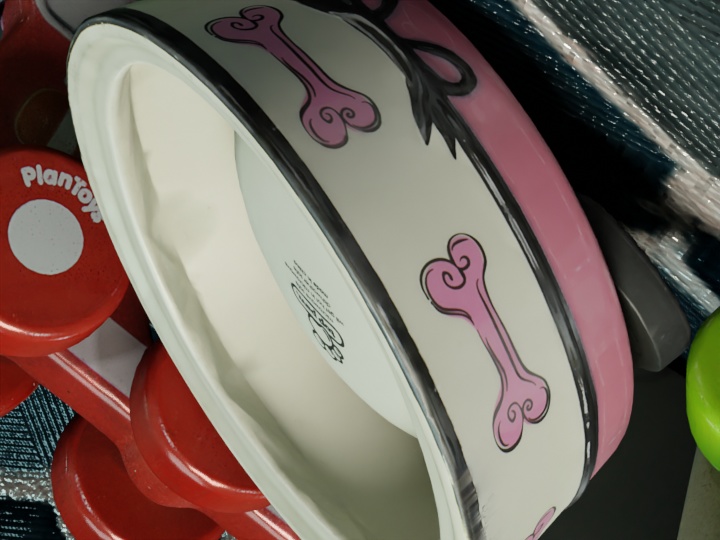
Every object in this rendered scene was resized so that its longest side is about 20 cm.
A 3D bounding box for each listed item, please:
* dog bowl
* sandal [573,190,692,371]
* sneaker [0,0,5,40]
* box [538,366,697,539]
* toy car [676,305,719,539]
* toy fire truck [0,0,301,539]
[{"bbox_3d":[0.000,0.000,0.833,0.200,0.074,0.200,49,159,26],"label":"dog bowl"},{"bbox_3d":[0.048,0.004,0.884,0.075,0.045,0.200,51,177,-7],"label":"sandal"},{"bbox_3d":[-0.119,-0.086,1.138,0.200,0.079,0.095,34,150,15],"label":"sneaker"},{"bbox_3d":[0.111,0.128,1.038,0.200,0.149,0.124,33,172,28],"label":"box"},{"bbox_3d":[0.183,0.112,0.826,0.200,0.158,0.164,10,152,11],"label":"toy car"},{"bbox_3d":[-0.062,-0.004,0.993,0.200,0.168,0.112,38,152,-7],"label":"toy fire truck"}]
